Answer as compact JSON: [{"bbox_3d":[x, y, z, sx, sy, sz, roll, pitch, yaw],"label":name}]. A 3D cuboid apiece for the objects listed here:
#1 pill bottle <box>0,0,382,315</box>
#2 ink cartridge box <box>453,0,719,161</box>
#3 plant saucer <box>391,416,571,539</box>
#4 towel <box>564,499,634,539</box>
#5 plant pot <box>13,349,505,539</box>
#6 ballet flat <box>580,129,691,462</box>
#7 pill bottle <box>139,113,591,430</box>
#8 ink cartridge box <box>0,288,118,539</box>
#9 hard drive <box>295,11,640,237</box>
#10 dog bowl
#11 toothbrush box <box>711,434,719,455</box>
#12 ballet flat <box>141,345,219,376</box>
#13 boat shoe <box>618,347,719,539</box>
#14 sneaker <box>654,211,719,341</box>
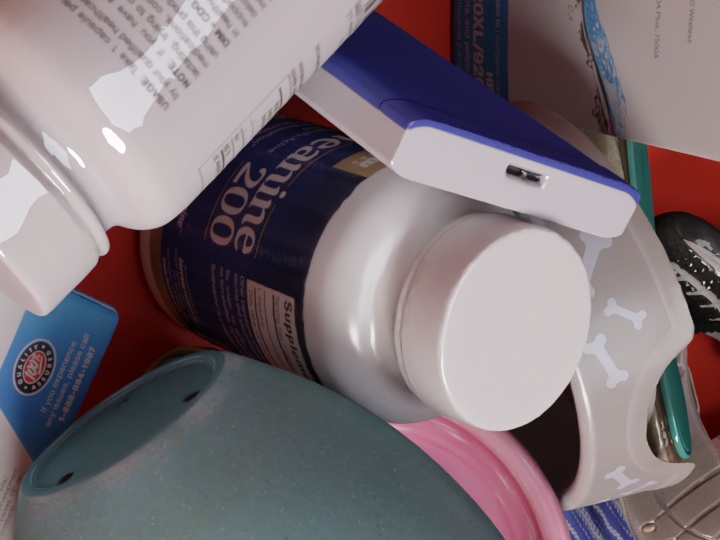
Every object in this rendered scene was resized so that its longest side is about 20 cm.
[{"bbox_3d":[-0.078,-0.088,0.619,0.200,0.113,0.114,-48,128,-15],"label":"pill bottle"},{"bbox_3d":[0.163,-0.143,0.840,0.146,0.199,0.146,-11,110,-36],"label":"ink cartridge box"},{"bbox_3d":[0.004,0.149,0.831,0.051,0.199,0.202,27,84,-81],"label":"plant saucer"},{"bbox_3d":[0.131,0.150,0.942,0.145,0.024,0.201,54,29,-35],"label":"towel"},{"bbox_3d":[-0.056,0.112,0.670,0.200,0.200,0.135,-39,106,-24],"label":"plant pot"},{"bbox_3d":[0.128,0.010,0.901,0.067,0.062,0.201,42,40,-60],"label":"ballet flat"},{"bbox_3d":[0.000,0.000,0.747,0.110,0.199,0.112,-13,111,-36],"label":"pill bottle"},{"bbox_3d":[-0.214,0.039,0.659,0.199,0.084,0.145,28,84,-43],"label":"ink cartridge box"},{"bbox_3d":[0.010,-0.080,0.732,0.131,0.200,0.025,14,109,-41],"label":"hard drive"},{"bbox_3d":[0.082,0.023,0.832,0.058,0.200,0.201,-24,118,-19],"label":"dog bowl"},{"bbox_3d":[0.259,0.168,1.051,0.200,0.085,0.148,-19,116,-56],"label":"toothbrush box"},{"bbox_3d":[-0.105,0.128,0.790,0.201,0.068,0.063,-58,164,-1],"label":"ballet flat"},{"bbox_3d":[0.147,0.068,0.951,0.074,0.073,0.201,-14,78,1],"label":"boat shoe"},{"bbox_3d":[0.226,0.003,1.033,0.200,0.073,0.081,31,68,-45],"label":"sneaker"}]
